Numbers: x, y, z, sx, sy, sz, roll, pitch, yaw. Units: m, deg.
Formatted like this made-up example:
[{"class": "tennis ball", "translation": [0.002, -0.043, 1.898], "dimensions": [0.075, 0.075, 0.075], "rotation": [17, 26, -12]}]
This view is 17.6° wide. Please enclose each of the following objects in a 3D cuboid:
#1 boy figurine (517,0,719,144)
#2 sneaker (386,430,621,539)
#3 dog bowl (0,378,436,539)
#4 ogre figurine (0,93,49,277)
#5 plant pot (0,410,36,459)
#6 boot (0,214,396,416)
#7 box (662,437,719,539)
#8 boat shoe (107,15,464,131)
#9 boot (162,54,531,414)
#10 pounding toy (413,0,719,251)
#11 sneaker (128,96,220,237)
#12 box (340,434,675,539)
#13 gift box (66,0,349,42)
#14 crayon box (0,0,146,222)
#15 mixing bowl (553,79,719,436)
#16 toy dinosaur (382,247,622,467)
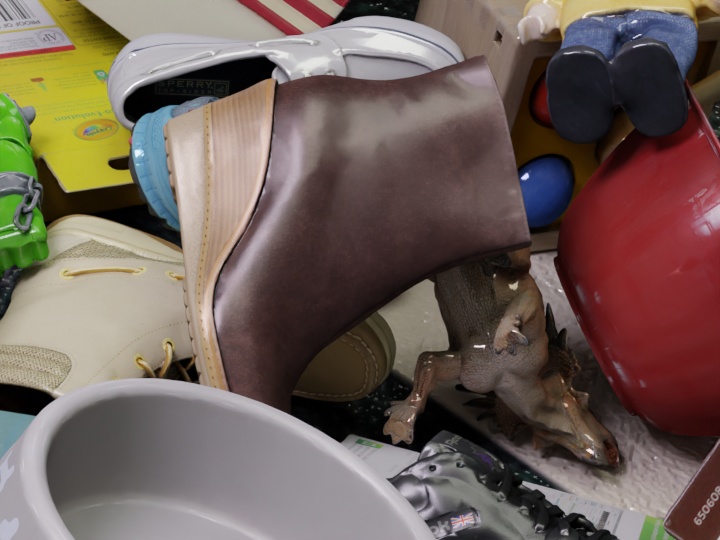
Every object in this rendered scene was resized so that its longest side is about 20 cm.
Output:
[{"class": "boy figurine", "translation": [0.148, -0.145, 1.226], "dimensions": [0.124, 0.065, 0.200], "rotation": [-3, 38, 16]}, {"class": "sneaker", "translation": [0.055, 0.111, 0.971], "dimensions": [0.199, 0.088, 0.076], "rotation": [0, -2, 13]}, {"class": "dog bowl", "translation": [-0.053, 0.115, 0.870], "dimensions": [0.200, 0.059, 0.200], "rotation": [22, 26, -11]}, {"class": "ogre figurine", "translation": [-0.254, -0.049, 1.220], "dimensions": [0.200, 0.098, 0.120], "rotation": [-15, 37, 22]}, {"class": "plant pot", "translation": [-0.154, 0.152, 0.954], "dimensions": [0.141, 0.142, 0.200], "rotation": [9, 31, -8]}, {"class": "boot", "translation": [-0.094, 0.051, 1.156], "dimensions": [0.200, 0.073, 0.156], "rotation": [18, 36, 8]}, {"class": "box", "translation": [0.275, 0.104, 1.070], "dimensions": [0.166, 0.164, 0.200], "rotation": [38, 10, 26]}, {"class": "boat shoe", "translation": [-0.038, -0.094, 1.272], "dimensions": [0.199, 0.074, 0.065], "rotation": [-6, 25, -3]}, {"class": "boot", "translation": [0.000, 0.000, 1.094], "dimensions": [0.166, 0.072, 0.201], "rotation": [-9, 77, -1]}, {"class": "pounding toy", "translation": [0.145, -0.105, 1.353], "dimensions": [0.200, 0.184, 0.142], "rotation": [-8, 42, -28]}, {"class": "sneaker", "translation": [-0.025, -0.037, 1.230], "dimensions": [0.200, 0.095, 0.080], "rotation": [22, 57, -45]}, {"class": "box", "translation": [0.072, 0.126, 1.080], "dimensions": [0.199, 0.036, 0.144], "rotation": [14, 6, 9]}, {"class": "gift box", "translation": [-0.079, -0.213, 1.346], "dimensions": [0.187, 0.185, 0.200], "rotation": [37, 11, -3]}, {"class": "crayon box", "translation": [-0.163, -0.093, 1.344], "dimensions": [0.127, 0.051, 0.200], "rotation": [-11, 42, -31]}, {"class": "mixing bowl", "translation": [0.172, 0.012, 1.235], "dimensions": [0.108, 0.200, 0.200], "rotation": [-27, 39, 10]}, {"class": "toy dinosaur", "translation": [0.067, 0.013, 1.198], "dimensions": [0.086, 0.201, 0.135], "rotation": [-8, 2, 24]}]
